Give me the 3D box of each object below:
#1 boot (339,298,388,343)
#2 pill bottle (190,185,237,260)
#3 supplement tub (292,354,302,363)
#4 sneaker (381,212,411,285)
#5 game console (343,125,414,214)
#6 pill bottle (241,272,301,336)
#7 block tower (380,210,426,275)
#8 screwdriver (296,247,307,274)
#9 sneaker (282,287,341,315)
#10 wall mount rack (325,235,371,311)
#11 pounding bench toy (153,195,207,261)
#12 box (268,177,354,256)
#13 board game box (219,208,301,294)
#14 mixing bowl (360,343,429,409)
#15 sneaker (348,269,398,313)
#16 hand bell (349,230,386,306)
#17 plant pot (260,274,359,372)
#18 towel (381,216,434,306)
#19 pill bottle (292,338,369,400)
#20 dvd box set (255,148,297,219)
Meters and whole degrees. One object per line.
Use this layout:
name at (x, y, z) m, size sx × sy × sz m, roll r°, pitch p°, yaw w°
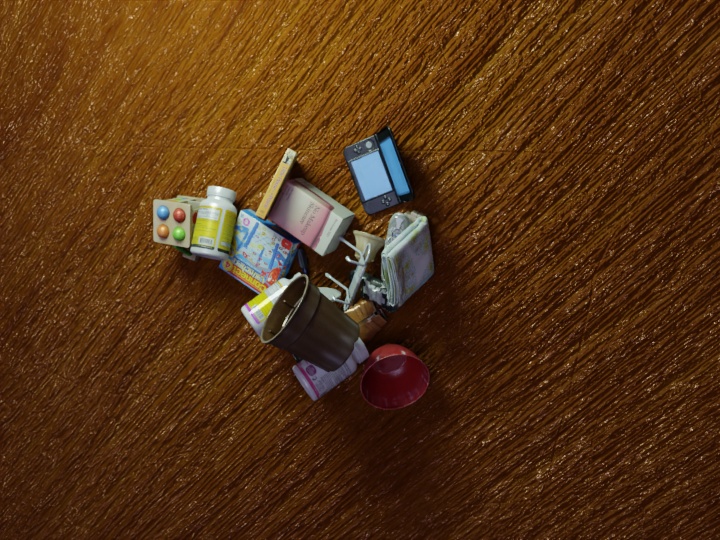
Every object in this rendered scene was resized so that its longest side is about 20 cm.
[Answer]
boot at (-0.028, 0.121, 1.740) m, size 0.154 × 0.074 × 0.200 m, roll -39°, pitch 100°, yaw 21°
pill bottle at (-0.423, -0.138, 1.738) m, size 0.111 × 0.112 × 0.203 m, roll 9°, pitch 84°, yaw 14°
supplement tub at (-0.152, 0.218, 1.770) m, size 0.122 × 0.122 × 0.202 m, roll -30°, pitch 92°, yaw 20°
sneaker at (0.097, -0.052, 1.595) m, size 0.074 × 0.082 × 0.203 m, roll 9°, pitch 104°, yaw 14°
game console at (0.047, -0.264, 1.603) m, size 0.174 × 0.116 × 0.202 m, roll -19°, pitch 96°, yaw 19°
pill bottle at (-0.237, 0.093, 1.714) m, size 0.199 × 0.104 × 0.105 m, roll -36°, pitch 91°, yaw -10°
block tower at (0.119, -0.070, 1.659) m, size 0.053 × 0.058 × 0.202 m, roll 24°, pitch 106°, yaw 10°
screwdriver at (-0.161, 0.032, 1.780) m, size 0.029 × 0.028 × 0.203 m, roll 1°, pitch 104°, yaw 48°
sneaker at (-0.142, 0.118, 1.687) m, size 0.071 × 0.198 × 0.100 m, roll 36°, pitch 134°, yaw 41°
wall mount rack at (-0.039, 0.000, 1.605) m, size 0.074 × 0.174 × 0.202 m, roll 17°, pitch 108°, yaw -13°
pounding bench toy at (-0.536, -0.113, 1.790) m, size 0.122 × 0.156 × 0.203 m, roll 9°, pitch 105°, yaw 14°
box at (-0.138, -0.154, 1.683) m, size 0.199 × 0.109 × 0.129 m, roll 34°, pitch 110°, yaw 9°
board game box at (-0.303, -0.049, 1.777) m, size 0.199 × 0.056 × 0.198 m, roll 31°, pitch 109°, yaw 15°
mixing bowl at (0.090, 0.286, 1.702) m, size 0.197 × 0.109 × 0.202 m, roll -5°, pitch 123°, yaw -7°
sneaker at (0.054, 0.048, 1.701) m, size 0.199 × 0.090 × 0.067 m, roll 31°, pitch 132°, yaw 33°
hand bell at (0.000, 0.000, 1.654) m, size 0.103 × 0.104 × 0.203 m, roll 16°, pitch 89°, yaw 12°
plant pot at (-0.121, 0.150, 1.530) m, size 0.197 × 0.201 × 0.200 m, roll 37°, pitch 112°, yaw -20°
towel at (0.130, -0.022, 1.572) m, size 0.048 × 0.200 × 0.173 m, roll 18°, pitch 133°, yaw 33°
pill bottle at (-0.081, 0.260, 1.664) m, size 0.199 × 0.113 × 0.114 m, roll -35°, pitch 92°, yaw -14°
dvd box set at (-0.233, -0.233, 1.648) m, size 0.029 × 0.146 × 0.202 m, roll 26°, pitch 88°, yaw -8°
